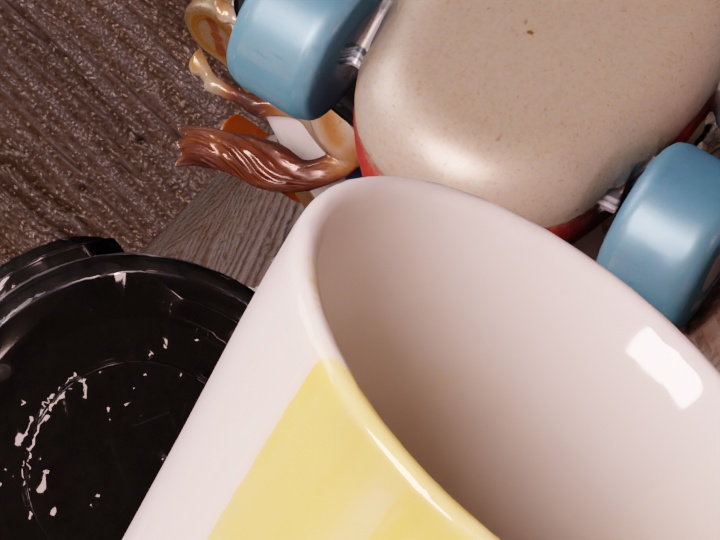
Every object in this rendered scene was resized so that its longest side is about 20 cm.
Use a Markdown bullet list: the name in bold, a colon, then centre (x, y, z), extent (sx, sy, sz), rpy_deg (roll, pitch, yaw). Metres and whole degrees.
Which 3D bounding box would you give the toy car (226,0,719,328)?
- **toy car**: centre (0.058, -0.035, 0.953), extent (0.177, 0.184, 0.200), rpy_deg (-51, -16, -35)

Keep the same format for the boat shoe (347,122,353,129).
- **boat shoe**: centre (0.059, -0.075, 1.129), extent (0.091, 0.071, 0.200), rpy_deg (-44, -18, 12)

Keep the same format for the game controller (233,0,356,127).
- **game controller**: centre (0.040, -0.091, 1.024), extent (0.042, 0.200, 0.104), rpy_deg (19, 75, 54)

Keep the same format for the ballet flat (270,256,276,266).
- **ballet flat**: centre (0.000, 0.000, 1.321), extent (0.064, 0.076, 0.200), rpy_deg (-32, 16, 32)

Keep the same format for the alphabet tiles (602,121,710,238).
- **alphabet tiles**: centre (0.072, 0.007, 1.100), extent (0.200, 0.015, 0.196), rpy_deg (-48, 8, -23)

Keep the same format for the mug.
- **mug**: centre (0.000, 0.087, 0.601), extent (0.153, 0.149, 0.187), rpy_deg (-51, -2, 27)

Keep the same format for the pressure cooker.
- **pressure cooker**: centre (-0.105, 0.078, 1.085), extent (0.200, 0.176, 0.179), rpy_deg (-174, 98, -82)

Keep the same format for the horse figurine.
- **horse figurine**: centre (0.001, -0.110, 1.184), extent (0.200, 0.133, 0.050), rpy_deg (-54, -12, 4)

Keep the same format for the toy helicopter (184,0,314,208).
- **toy helicopter**: centre (-0.037, -0.084, 1.468), extent (0.079, 0.200, 0.132), rpy_deg (-49, 26, -24)

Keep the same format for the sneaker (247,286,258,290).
- **sneaker**: centre (-0.074, 0.072, 1.358), extent (0.200, 0.088, 0.081), rpy_deg (-27, -54, -49)

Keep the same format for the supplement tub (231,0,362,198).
- **supplement tub**: centre (0.051, -0.120, 1.273), extent (0.200, 0.144, 0.144), rpy_deg (-27, 11, 9)
